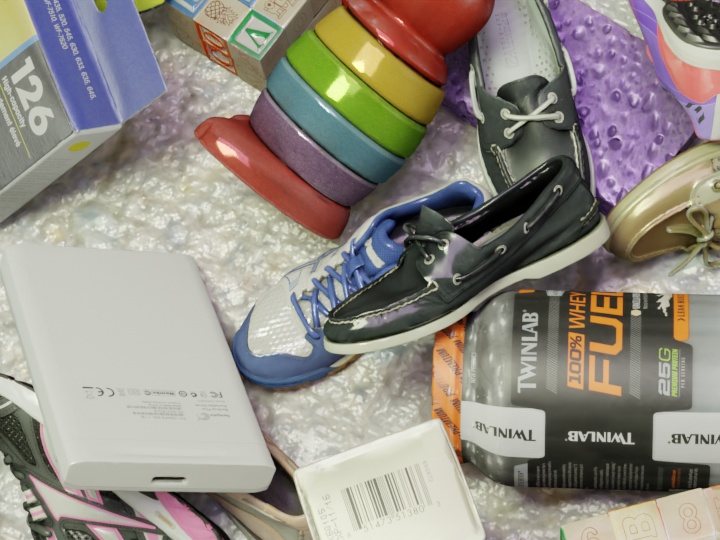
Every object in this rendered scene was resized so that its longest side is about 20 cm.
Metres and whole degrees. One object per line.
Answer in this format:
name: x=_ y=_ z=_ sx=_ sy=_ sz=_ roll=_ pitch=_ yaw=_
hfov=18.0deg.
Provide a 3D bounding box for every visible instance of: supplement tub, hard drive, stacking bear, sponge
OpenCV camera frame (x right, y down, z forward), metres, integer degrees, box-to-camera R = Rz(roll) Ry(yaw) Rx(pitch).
supplement tub: x=0.145 y=0.074 z=1.401 sx=0.199 sy=0.123 sz=0.123 roll=1 pitch=68 yaw=5
hard drive: x=-0.142 y=0.059 z=1.415 sx=0.131 sy=0.027 sz=0.200 roll=4 pitch=39 yaw=-26
stacking bear: x=0.006 y=-0.130 z=1.466 sx=0.114 sy=0.121 sz=0.200 roll=41 pitch=100 yaw=4
sponge: x=0.131 y=-0.126 z=1.534 sx=0.200 sy=0.030 sz=0.112 roll=35 pitch=76 yaw=16

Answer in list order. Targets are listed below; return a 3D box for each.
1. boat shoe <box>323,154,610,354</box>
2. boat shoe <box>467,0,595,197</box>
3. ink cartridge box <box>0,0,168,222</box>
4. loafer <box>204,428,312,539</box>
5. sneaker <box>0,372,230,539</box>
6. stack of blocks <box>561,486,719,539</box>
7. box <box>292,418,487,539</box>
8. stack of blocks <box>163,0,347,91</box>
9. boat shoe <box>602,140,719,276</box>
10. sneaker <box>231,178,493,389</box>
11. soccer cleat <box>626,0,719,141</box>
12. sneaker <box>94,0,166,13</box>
boat shoe: x=0.059 y=-0.013 z=1.391 sx=0.198 sy=0.074 sz=0.066 roll=-23 pitch=111 yaw=-13
boat shoe: x=0.104 y=-0.114 z=1.483 sx=0.075 sy=0.060 sz=0.201 roll=-17 pitch=69 yaw=0
ink cartridge box: x=-0.235 y=-0.155 z=1.497 sx=0.200 sy=0.047 sz=0.199 roll=-34 pitch=72 yaw=38
loafer: x=-0.095 y=0.105 z=1.441 sx=0.200 sy=0.063 sz=0.072 roll=37 pitch=69 yaw=17
sneaker: x=-0.181 y=0.141 z=1.416 sx=0.200 sy=0.080 sz=0.086 roll=38 pitch=84 yaw=5
stack of blocks: x=0.221 y=0.170 z=1.350 sx=0.199 sy=0.115 sz=0.059 roll=-14 pitch=66 yaw=-1
box: x=0.025 y=0.165 z=1.333 sx=0.094 sy=0.200 sz=0.078 roll=-19 pitch=68 yaw=-3
stack of blocks: x=-0.029 y=-0.220 z=1.570 sx=0.115 sy=0.059 sz=0.200 roll=33 pitch=75 yaw=18
boat shoe: x=0.250 y=-0.049 z=1.467 sx=0.199 sy=0.073 sz=0.063 roll=-25 pitch=65 yaw=-6
sneaker: x=0.000 y=0.000 z=1.464 sx=0.199 sy=0.088 sz=0.075 roll=-33 pitch=70 yaw=-7
soccer cleat: x=0.208 y=-0.155 z=1.492 sx=0.068 sy=0.074 sz=0.200 roll=-3 pitch=28 yaw=-8
sneaker: x=-0.215 y=-0.212 z=1.551 sx=0.199 sy=0.081 sz=0.074 roll=-12 pitch=42 yaw=21
